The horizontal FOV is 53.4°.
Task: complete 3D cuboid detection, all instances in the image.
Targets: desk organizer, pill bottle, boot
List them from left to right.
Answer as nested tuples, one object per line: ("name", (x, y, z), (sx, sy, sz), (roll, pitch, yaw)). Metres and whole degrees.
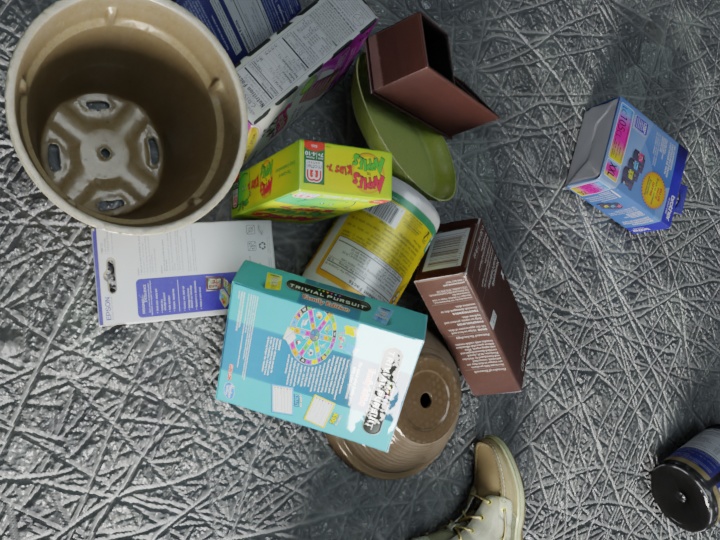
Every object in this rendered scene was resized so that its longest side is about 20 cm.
("pill bottle", (0.000, 0.000, 0.822), (0.112, 0.112, 0.203), (35, 79, -22))
("desk organizer", (0.091, -0.228, 0.862), (0.198, 0.075, 0.074), (11, 69, -55))
("boot", (0.131, 0.321, 0.907), (0.151, 0.072, 0.207), (-3, 89, -27))
("pill bottle", (0.558, 0.312, 1.122), (0.196, 0.111, 0.115), (-21, 97, -28))

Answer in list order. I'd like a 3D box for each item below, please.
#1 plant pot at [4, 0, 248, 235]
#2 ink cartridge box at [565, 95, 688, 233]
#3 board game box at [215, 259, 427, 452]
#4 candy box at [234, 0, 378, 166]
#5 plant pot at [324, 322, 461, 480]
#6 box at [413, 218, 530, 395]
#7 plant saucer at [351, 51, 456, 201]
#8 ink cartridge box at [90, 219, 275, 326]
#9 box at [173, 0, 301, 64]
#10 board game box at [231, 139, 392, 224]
("plant pot", (-0.227, -0.127, 0.668), (0.196, 0.182, 0.207), (2, 86, -29))
("ink cartridge box", (0.419, -0.150, 1.096), (0.197, 0.076, 0.140), (27, 74, -27))
("board game box", (-0.044, 0.091, 0.743), (0.195, 0.047, 0.154), (16, 121, 1))
("candy box", (-0.080, -0.207, 0.778), (0.061, 0.136, 0.200), (46, 67, -3))
("plant pot", (0.055, 0.153, 0.861), (0.196, 0.092, 0.208), (1, 87, -29))
("box", (0.143, 0.049, 0.881), (0.202, 0.073, 0.101), (61, 35, -33))
("plant saucer", (0.048, -0.167, 0.864), (0.199, 0.031, 0.203), (40, 34, -34))
("ink cartridge box", (-0.186, 0.000, 0.766), (0.195, 0.039, 0.103), (-3, 89, -31))
("box", (-0.151, -0.266, 0.762), (0.201, 0.032, 0.122), (-52, 149, -18))
("board game box", (-0.058, -0.087, 0.750), (0.099, 0.199, 0.049), (2, 86, -28))
